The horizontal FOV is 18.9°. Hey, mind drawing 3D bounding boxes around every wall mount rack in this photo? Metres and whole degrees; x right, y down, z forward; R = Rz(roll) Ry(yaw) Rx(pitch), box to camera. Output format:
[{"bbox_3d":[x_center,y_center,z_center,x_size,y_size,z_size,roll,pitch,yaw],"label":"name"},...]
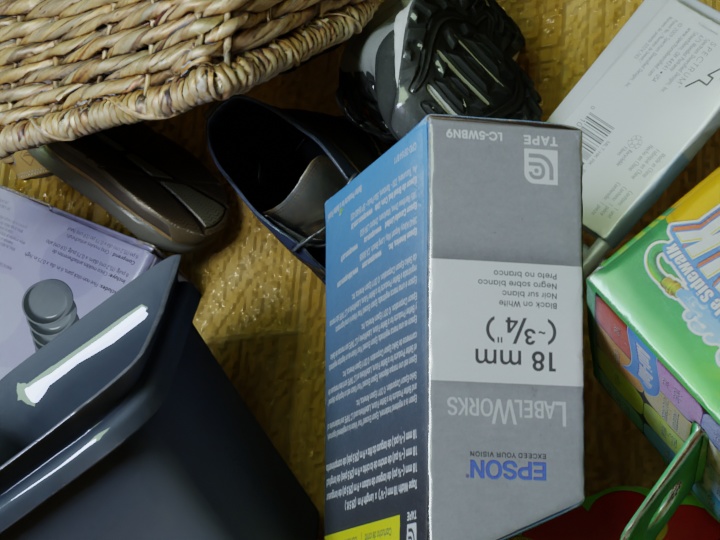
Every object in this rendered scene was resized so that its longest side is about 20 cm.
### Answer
[{"bbox_3d":[0.144,-0.035,0.892,0.200,0.075,0.174,-50,49,-1],"label":"wall mount rack"}]

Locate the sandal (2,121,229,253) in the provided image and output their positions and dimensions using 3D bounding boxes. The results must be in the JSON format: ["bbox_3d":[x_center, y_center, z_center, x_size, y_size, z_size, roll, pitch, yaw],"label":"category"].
[{"bbox_3d":[-0.142,-0.062,1.071,0.200,0.080,0.054,43,127,29],"label":"sandal"}]

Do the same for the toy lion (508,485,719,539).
[{"bbox_3d":[0.115,0.173,0.796,0.200,0.069,0.192,16,57,20],"label":"toy lion"}]

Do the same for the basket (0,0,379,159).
[{"bbox_3d":[-0.090,-0.108,0.957,0.200,0.143,0.149,-12,71,35],"label":"basket"}]

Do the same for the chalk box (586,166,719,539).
[{"bbox_3d":[0.160,0.030,0.775,0.200,0.124,0.124,-38,72,-8],"label":"chalk box"}]

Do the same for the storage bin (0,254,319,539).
[{"bbox_3d":[-0.095,0.104,0.871,0.145,0.134,0.200,-36,10,9],"label":"storage bin"}]

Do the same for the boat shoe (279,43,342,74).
[{"bbox_3d":[-0.023,-0.190,1.063,0.057,0.067,0.200,-5,70,34],"label":"boat shoe"}]

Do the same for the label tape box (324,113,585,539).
[{"bbox_3d":[0.031,0.057,0.806,0.063,0.144,0.200,3,79,-15],"label":"label tape box"}]

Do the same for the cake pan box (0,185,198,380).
[{"bbox_3d":[-0.201,0.049,1.053,0.200,0.052,0.184,19,75,35],"label":"cake pan box"}]

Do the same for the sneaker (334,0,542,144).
[{"bbox_3d":[0.027,-0.080,0.935,0.079,0.074,0.200,-41,12,15],"label":"sneaker"}]

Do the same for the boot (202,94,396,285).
[{"bbox_3d":[0.000,0.000,0.928,0.075,0.097,0.200,-49,50,18],"label":"boot"}]
